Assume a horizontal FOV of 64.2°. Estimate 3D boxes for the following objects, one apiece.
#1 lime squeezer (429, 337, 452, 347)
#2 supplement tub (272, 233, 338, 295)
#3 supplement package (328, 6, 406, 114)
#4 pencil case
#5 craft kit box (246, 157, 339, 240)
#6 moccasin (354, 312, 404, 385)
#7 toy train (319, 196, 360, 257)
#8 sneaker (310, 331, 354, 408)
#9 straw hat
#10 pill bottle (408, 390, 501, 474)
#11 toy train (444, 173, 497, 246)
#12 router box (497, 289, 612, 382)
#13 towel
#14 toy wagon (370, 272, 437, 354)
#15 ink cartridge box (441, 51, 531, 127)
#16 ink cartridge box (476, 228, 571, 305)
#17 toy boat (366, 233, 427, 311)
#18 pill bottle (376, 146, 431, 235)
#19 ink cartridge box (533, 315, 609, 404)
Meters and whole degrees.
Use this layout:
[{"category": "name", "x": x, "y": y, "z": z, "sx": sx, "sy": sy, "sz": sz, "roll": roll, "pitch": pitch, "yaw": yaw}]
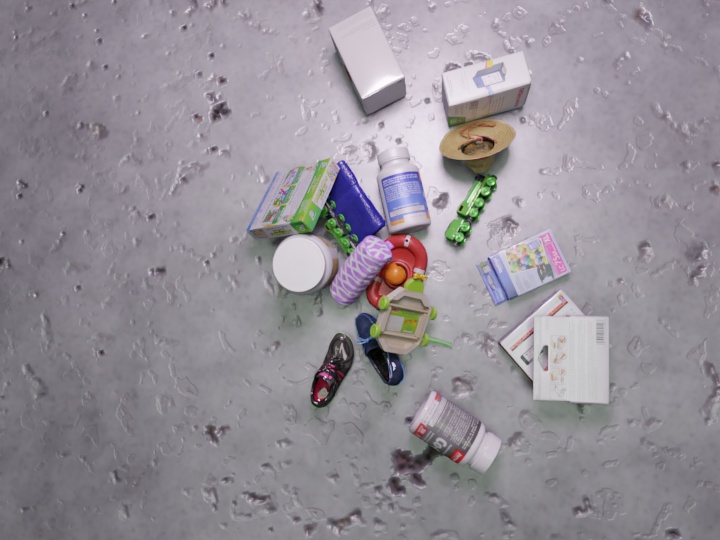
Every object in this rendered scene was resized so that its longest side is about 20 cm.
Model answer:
[{"category": "lime squeezer", "x": 0.127, "y": 0.187, "z": 1.438, "sx": 0.198, "sy": 0.038, "sz": 0.071, "roll": -17, "pitch": 85, "yaw": 5}, {"category": "supplement tub", "x": -0.132, "y": -0.016, "z": 1.395, "sx": 0.143, "sy": 0.200, "sz": 0.147, "roll": 0, "pitch": 91, "yaw": 5}, {"category": "supplement package", "x": 0.020, "y": -0.524, "z": 1.446, "sx": 0.119, "sy": 0.121, "sz": 0.202, "roll": -26, "pitch": 83, "yaw": 4}, {"category": "pencil case", "x": 0.000, "y": 0.000, "z": 1.391, "sx": 0.084, "sy": 0.085, "sz": 0.200, "roll": 52, "pitch": 130, "yaw": 13}, {"category": "craft kit box", "x": -0.165, "y": -0.173, "z": 1.404, "sx": 0.196, "sy": 0.049, "sz": 0.202, "roll": -7, "pitch": 50, "yaw": 41}, {"category": "moccasin", "x": 0.044, "y": 0.188, "z": 1.412, "sx": 0.080, "sy": 0.068, "sz": 0.201, "roll": -45, "pitch": 66, "yaw": 22}, {"category": "toy train", "x": -0.059, "y": -0.109, "z": 1.436, "sx": 0.042, "sy": 0.056, "sz": 0.201, "roll": -29, "pitch": 84, "yaw": -35}, {"category": "sneaker", "x": -0.070, "y": 0.253, "z": 1.434, "sx": 0.076, "sy": 0.084, "sz": 0.202, "roll": 19, "pitch": 89, "yaw": 7}, {"category": "straw hat", "x": 0.293, "y": -0.289, "z": 1.416, "sx": 0.199, "sy": 0.202, "sz": 0.086, "roll": -14, "pitch": 127, "yaw": 6}, {"category": "pill bottle", "x": 0.226, "y": 0.390, "z": 1.374, "sx": 0.199, "sy": 0.114, "sz": 0.115, "roll": 32, "pitch": 91, "yaw": 8}, {"category": "toy train", "x": 0.275, "y": -0.155, "z": 1.433, "sx": 0.056, "sy": 0.042, "sz": 0.201, "roll": 28, "pitch": 86, "yaw": 25}, {"category": "router box", "x": 0.467, "y": 0.178, "z": 1.391, "sx": 0.200, "sy": 0.049, "sz": 0.180, "roll": -41, "pitch": 83, "yaw": 3}, {"category": "towel", "x": -0.029, "y": -0.159, "z": 1.453, "sx": 0.147, "sy": 0.049, "sz": 0.201, "roll": -38, "pitch": 80, "yaw": 42}, {"category": "toy wagon", "x": 0.110, "y": 0.100, "z": 1.366, "sx": 0.154, "sy": 0.040, "sz": 0.202, "roll": 13, "pitch": 98, "yaw": -28}, {"category": "ink cartridge box", "x": 0.302, "y": -0.438, "z": 1.401, "sx": 0.198, "sy": 0.145, "sz": 0.089, "roll": -12, "pitch": 82, "yaw": 7}, {"category": "ink cartridge box", "x": 0.401, "y": -0.008, "z": 1.417, "sx": 0.198, "sy": 0.042, "sz": 0.120, "roll": -25, "pitch": 83, "yaw": 6}, {"category": "toy boat", "x": 0.089, "y": 0.008, "z": 1.407, "sx": 0.129, "sy": 0.131, "sz": 0.202, "roll": 17, "pitch": 89, "yaw": 7}, {"category": "pill bottle", "x": 0.102, "y": -0.198, "z": 1.428, "sx": 0.111, "sy": 0.112, "sz": 0.202, "roll": -12, "pitch": 85, "yaw": 6}, {"category": "ink cartridge box", "x": 0.488, "y": 0.205, "z": 1.340, "sx": 0.171, "sy": 0.044, "sz": 0.203, "roll": 1, "pitch": 88, "yaw": 7}]
